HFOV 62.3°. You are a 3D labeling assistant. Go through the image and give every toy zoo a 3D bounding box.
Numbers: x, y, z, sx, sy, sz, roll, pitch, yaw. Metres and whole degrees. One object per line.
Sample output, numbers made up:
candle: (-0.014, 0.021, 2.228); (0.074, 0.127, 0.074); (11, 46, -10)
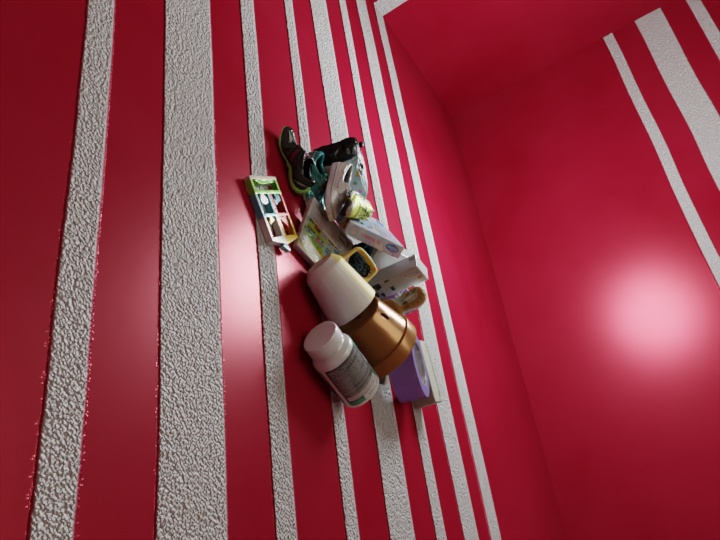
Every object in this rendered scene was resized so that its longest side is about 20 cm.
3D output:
toy zoo: (-0.220, -0.140, 1.504); (0.131, 0.020, 0.204); (-17, 87, -67)

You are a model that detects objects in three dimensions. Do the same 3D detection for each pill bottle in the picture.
pill bottle: (-0.047, 0.228, 1.448); (0.202, 0.111, 0.114); (56, 26, -28)

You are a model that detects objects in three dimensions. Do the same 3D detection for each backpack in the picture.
backpack: (-0.053, -0.291, 1.847); (0.128, 0.163, 0.203); (-86, 161, -55)

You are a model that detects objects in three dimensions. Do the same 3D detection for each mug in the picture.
mug: (-0.057, 0.033, 1.568); (0.154, 0.148, 0.187); (52, 34, -13)

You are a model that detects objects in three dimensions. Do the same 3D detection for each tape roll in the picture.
tape roll: (0.142, 0.289, 1.794); (0.200, 0.083, 0.205); (-16, 91, -78)

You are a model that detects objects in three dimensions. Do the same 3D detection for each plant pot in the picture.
plant pot: (0.031, 0.167, 1.577); (0.141, 0.198, 0.202); (49, 29, -24)

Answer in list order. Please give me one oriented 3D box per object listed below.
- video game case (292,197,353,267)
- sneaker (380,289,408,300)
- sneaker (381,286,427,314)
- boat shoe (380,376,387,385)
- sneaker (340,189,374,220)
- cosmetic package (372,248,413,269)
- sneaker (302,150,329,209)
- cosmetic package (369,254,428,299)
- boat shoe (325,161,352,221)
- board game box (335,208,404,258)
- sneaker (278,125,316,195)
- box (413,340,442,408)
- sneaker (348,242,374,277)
video game case: (-0.100, -0.072, 1.658); (0.200, 0.023, 0.185); (49, 40, -34)
sneaker: (0.108, 0.109, 1.889); (0.073, 0.112, 0.204); (45, 33, -43)
sneaker: (0.114, 0.120, 1.820); (0.088, 0.196, 0.077); (75, -6, -73)
boat shoe: (0.040, 0.231, 1.726); (0.073, 0.060, 0.205); (132, -46, -70)
sneaker: (-0.004, -0.180, 1.684); (0.075, 0.076, 0.200); (31, 17, 4)
cosmetic package: (0.097, -0.042, 1.921); (0.197, 0.082, 0.113); (25, 14, -31)
sneaker: (-0.126, -0.248, 1.719); (0.077, 0.078, 0.205); (3, 76, -62)
cosmetic package: (0.105, 0.027, 1.843); (0.082, 0.197, 0.052); (42, 33, -43)
boat shoe: (-0.058, -0.231, 1.698); (0.074, 0.064, 0.204); (65, 27, -58)
board game box: (0.012, -0.128, 1.775); (0.197, 0.042, 0.201); (24, 17, -28)
sneaker: (-0.172, -0.315, 1.680); (0.076, 0.082, 0.204); (0, 70, -65)
box: (0.195, 0.336, 1.926); (0.068, 0.081, 0.205); (20, 54, -61)
sneaker: (0.000, 0.000, 1.726); (0.073, 0.081, 0.204); (39, 39, -46)
